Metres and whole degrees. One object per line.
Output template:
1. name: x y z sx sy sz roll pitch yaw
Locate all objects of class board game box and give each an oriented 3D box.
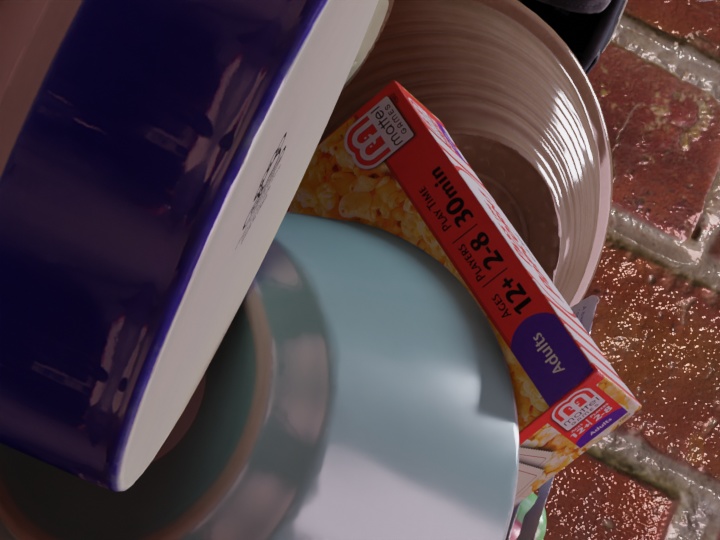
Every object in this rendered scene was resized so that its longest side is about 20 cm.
1. board game box: -0.018 0.052 1.013 0.200 0.152 0.046 -40 147 9

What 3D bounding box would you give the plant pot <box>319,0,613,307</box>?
1. plant pot: 0.022 -0.020 1.129 0.202 0.200 0.093 -65 -155 8

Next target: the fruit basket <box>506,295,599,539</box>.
1. fruit basket: 0.023 0.122 1.067 0.200 0.094 0.186 -30 -145 48

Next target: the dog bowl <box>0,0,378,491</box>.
1. dog bowl: -0.061 -0.040 0.797 0.200 0.078 0.201 25 90 -88

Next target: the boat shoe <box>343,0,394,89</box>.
1. boat shoe: -0.060 -0.050 1.044 0.076 0.072 0.201 -21 143 -49

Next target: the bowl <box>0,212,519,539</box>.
1. bowl: -0.057 0.059 0.939 0.105 0.200 0.202 36 77 -56

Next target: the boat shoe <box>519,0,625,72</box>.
1. boat shoe: 0.101 -0.155 1.303 0.200 0.074 0.062 101 15 -54
